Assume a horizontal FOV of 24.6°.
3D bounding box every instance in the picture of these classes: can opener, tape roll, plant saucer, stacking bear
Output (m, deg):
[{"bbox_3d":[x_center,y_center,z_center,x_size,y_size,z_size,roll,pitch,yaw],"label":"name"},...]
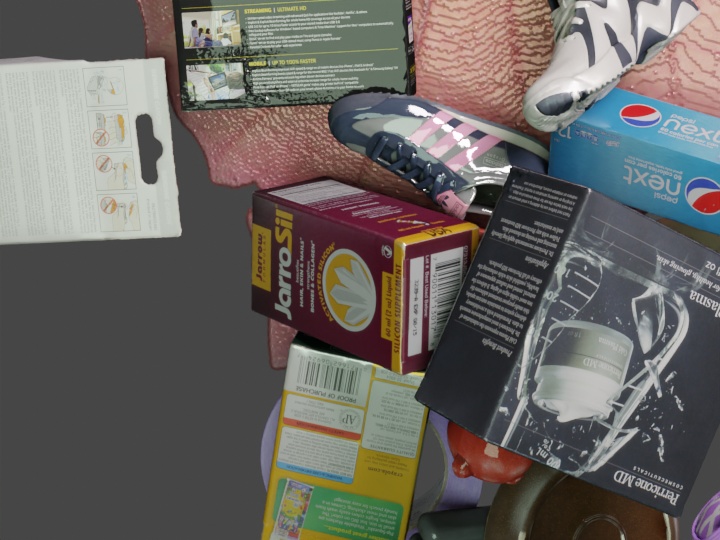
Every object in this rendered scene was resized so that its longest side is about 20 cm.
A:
[{"bbox_3d":[0.138,0.234,1.439,0.198,0.067,0.053,3,127,-26],"label":"can opener"},{"bbox_3d":[0.014,0.162,1.474,0.198,0.066,0.202,2,107,8],"label":"tape roll"},{"bbox_3d":[0.200,0.237,1.427,0.198,0.032,0.203,-1,92,-23],"label":"plant saucer"},{"bbox_3d":[0.126,0.078,1.371,0.121,0.113,0.202,9,98,-40],"label":"stacking bear"}]

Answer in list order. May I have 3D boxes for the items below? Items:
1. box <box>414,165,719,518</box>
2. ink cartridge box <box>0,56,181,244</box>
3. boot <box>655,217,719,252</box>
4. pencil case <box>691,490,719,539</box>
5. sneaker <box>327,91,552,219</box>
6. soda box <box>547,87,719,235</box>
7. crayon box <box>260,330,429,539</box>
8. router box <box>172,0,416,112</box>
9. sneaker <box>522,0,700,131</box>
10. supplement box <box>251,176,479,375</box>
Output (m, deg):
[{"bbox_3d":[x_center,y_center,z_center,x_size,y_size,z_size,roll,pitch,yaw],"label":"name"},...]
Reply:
[{"bbox_3d":[0.179,0.054,1.260,0.199,0.124,0.198,23,92,-27],"label":"box"},{"bbox_3d":[-0.257,-0.107,1.452,0.198,0.050,0.163,-3,105,5],"label":"ink cartridge box"},{"bbox_3d":[0.316,0.030,1.381,0.154,0.073,0.201,-24,96,12],"label":"boot"},{"bbox_3d":[0.380,0.262,1.441,0.200,0.084,0.086,43,84,-6],"label":"pencil case"},{"bbox_3d":[0.065,-0.086,1.363,0.198,0.083,0.070,14,149,-5],"label":"sneaker"},{"bbox_3d":[0.253,-0.086,1.325,0.199,0.064,0.068,21,133,24],"label":"soda box"},{"bbox_3d":[-0.011,0.161,1.417,0.124,0.052,0.202,12,106,6],"label":"crayon box"},{"bbox_3d":[-0.056,-0.213,1.384,0.198,0.051,0.151,-1,104,9],"label":"router box"},{"bbox_3d":[0.167,-0.202,1.301,0.199,0.080,0.130,-38,84,-27],"label":"sneaker"},{"bbox_3d":[0.000,0.000,1.363,0.199,0.085,0.112,20,115,47],"label":"supplement box"}]
